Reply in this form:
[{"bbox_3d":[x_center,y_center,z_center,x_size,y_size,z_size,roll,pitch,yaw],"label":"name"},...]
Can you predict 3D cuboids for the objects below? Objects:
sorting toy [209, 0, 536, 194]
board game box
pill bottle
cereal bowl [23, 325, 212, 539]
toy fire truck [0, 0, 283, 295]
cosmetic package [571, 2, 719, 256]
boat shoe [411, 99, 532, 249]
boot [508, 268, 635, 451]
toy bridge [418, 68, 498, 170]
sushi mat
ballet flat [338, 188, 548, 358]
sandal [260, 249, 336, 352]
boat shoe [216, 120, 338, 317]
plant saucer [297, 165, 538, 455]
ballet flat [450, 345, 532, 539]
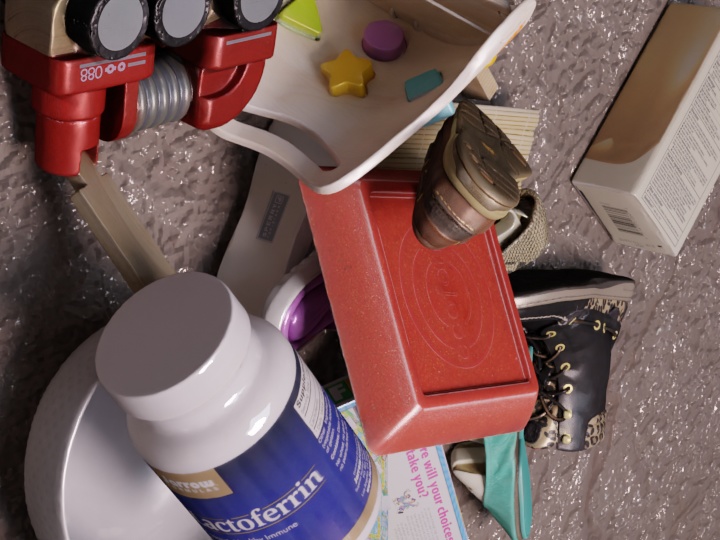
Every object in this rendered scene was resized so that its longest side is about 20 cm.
[{"bbox_3d":[-0.013,-0.140,1.244,0.180,0.199,0.107,-50,158,-22],"label":"sorting toy"},{"bbox_3d":[0.003,0.172,1.400,0.134,0.034,0.201,-22,122,-10],"label":"board game box"},{"bbox_3d":[-0.075,0.099,1.147,0.116,0.115,0.200,-54,134,-22],"label":"pill bottle"},{"bbox_3d":[-0.146,0.119,1.223,0.199,0.083,0.202,-18,116,-44],"label":"cereal bowl"},{"bbox_3d":[-0.132,-0.100,1.157,0.175,0.128,0.202,-19,127,-44],"label":"toy fire truck"},{"bbox_3d":[0.277,-0.126,1.631,0.201,0.071,0.105,-59,136,-17],"label":"cosmetic package"},{"bbox_3d":[0.069,-0.064,1.261,0.068,0.072,0.200,-43,-175,17],"label":"boat shoe"},{"bbox_3d":[0.160,0.077,1.566,0.199,0.073,0.152,-5,105,-53],"label":"boot"},{"bbox_3d":[0.034,-0.092,1.403,0.201,0.027,0.067,-54,135,-22],"label":"toy bridge"},{"bbox_3d":[0.069,-0.081,1.413,0.199,0.012,0.097,-1,105,-49],"label":"sushi mat"},{"bbox_3d":[0.061,-0.005,1.406,0.199,0.068,0.076,-32,143,-19],"label":"ballet flat"},{"bbox_3d":[0.000,0.006,1.301,0.203,0.050,0.083,-44,148,-40],"label":"sandal"},{"bbox_3d":[-0.036,-0.046,1.312,0.069,0.071,0.202,41,66,-65],"label":"boat shoe"},{"bbox_3d":[0.051,0.019,1.282,0.199,0.037,0.201,-2,74,-53],"label":"plant saucer"},{"bbox_3d":[0.107,0.140,1.524,0.068,0.070,0.201,-76,166,-54],"label":"ballet flat"}]
